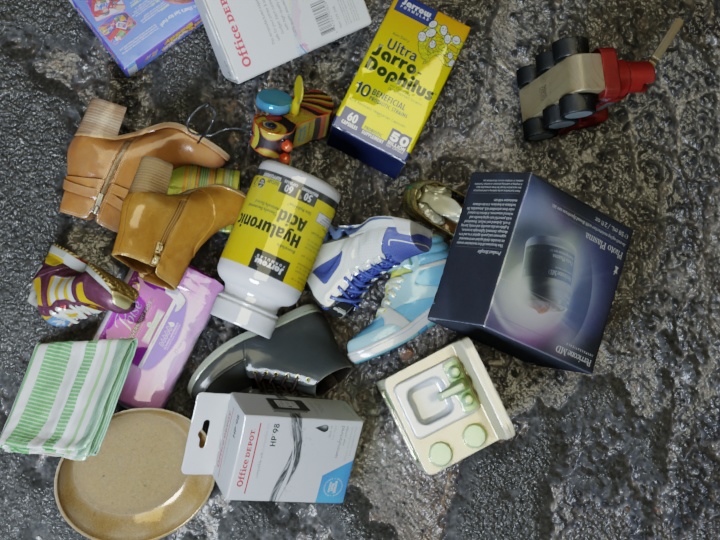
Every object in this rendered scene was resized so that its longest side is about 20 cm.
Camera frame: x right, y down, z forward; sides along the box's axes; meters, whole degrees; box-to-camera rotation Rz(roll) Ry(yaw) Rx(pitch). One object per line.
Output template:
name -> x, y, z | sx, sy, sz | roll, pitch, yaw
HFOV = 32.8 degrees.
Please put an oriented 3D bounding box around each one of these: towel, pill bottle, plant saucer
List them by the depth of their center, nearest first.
towel -> -0.356, 0.152, 1.475 | 0.023, 0.199, 0.154 | 35, 62, -39
pill bottle -> -0.109, -0.024, 1.505 | 0.110, 0.111, 0.202 | 22, 85, -2
plant saucer -> -0.277, 0.247, 1.507 | 0.198, 0.035, 0.202 | -9, 118, -16
towel -> -0.259, -0.104, 1.602 | 0.198, 0.018, 0.087 | 9, 77, -3

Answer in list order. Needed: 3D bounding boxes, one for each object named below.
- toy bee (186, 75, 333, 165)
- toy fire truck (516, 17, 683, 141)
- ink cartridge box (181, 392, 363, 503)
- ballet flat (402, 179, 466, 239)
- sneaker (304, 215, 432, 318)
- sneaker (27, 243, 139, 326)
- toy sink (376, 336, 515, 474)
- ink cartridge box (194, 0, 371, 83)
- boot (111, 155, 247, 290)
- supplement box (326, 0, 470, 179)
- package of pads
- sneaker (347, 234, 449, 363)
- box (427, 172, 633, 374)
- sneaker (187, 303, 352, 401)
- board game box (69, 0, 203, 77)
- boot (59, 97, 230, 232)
toy bee -> -0.102, -0.171, 1.552 | 0.199, 0.132, 0.109 | -33, 53, -21
toy fire truck -> 0.321, -0.253, 1.601 | 0.198, 0.176, 0.130 | -4, 83, -17
ink cartridge box -> -0.108, 0.218, 1.499 | 0.198, 0.067, 0.117 | 6, 107, -26
ballet flat -> 0.147, -0.062, 1.610 | 0.199, 0.071, 0.071 | 26, 81, -2
sneaker -> -0.001, 0.000, 1.541 | 0.198, 0.080, 0.116 | -6, 75, 36
sneaker -> -0.343, 0.036, 1.502 | 0.075, 0.199, 0.091 | 33, 84, -37
toy sink -> 0.097, 0.170, 1.508 | 0.111, 0.200, 0.131 | -26, 87, -8
ink cartridge box -> -0.106, -0.351, 1.584 | 0.199, 0.086, 0.149 | -25, 109, -11
boot -> -0.211, -0.042, 1.520 | 0.200, 0.071, 0.145 | 22, 71, -33
supplement box -> 0.048, -0.240, 1.600 | 0.108, 0.110, 0.201 | 26, 81, -2
package of pads -> -0.267, 0.080, 1.547 | 0.120, 0.076, 0.201 | 27, 81, -3
sneaker -> 0.044, 0.026, 1.584 | 0.199, 0.080, 0.131 | -30, 89, -18
box -> 0.217, 0.005, 1.542 | 0.199, 0.123, 0.200 | 23, 81, -33
sneaker -> -0.114, 0.131, 1.539 | 0.199, 0.075, 0.107 | -31, 62, -9
board game box -> -0.270, -0.370, 1.618 | 0.199, 0.045, 0.135 | -37, 88, -8
boot -> -0.278, -0.118, 1.566 | 0.198, 0.074, 0.156 | 16, 85, -4
